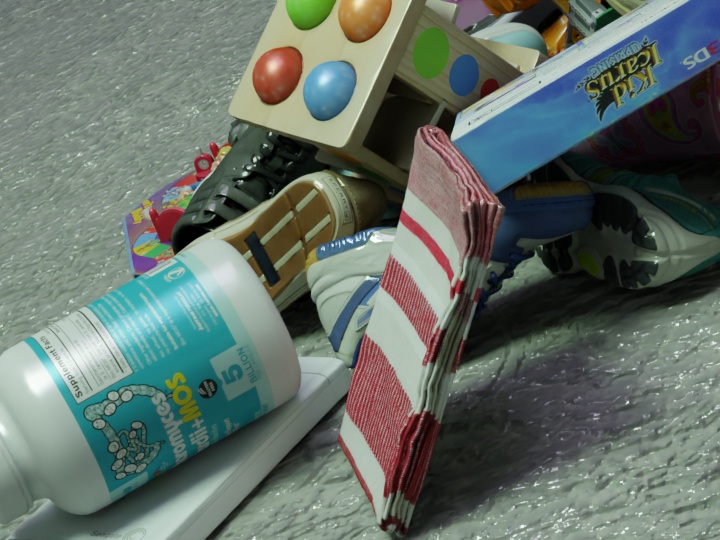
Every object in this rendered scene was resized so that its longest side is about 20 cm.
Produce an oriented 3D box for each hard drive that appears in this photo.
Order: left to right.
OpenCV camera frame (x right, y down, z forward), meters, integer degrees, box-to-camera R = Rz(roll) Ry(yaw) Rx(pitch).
[{"bbox_3d":[-0.110,0.118,1.501,0.131,0.027,0.200,-1,32,42],"label":"hard drive"}]

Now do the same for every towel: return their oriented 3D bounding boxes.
[{"bbox_3d":[0.028,0.031,1.374,0.023,0.202,0.144,11,16,-16],"label":"towel"}]

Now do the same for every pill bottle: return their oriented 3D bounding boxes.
[{"bbox_3d":[-0.143,0.072,1.456,0.199,0.111,0.111,-30,24,-13],"label":"pill bottle"}]

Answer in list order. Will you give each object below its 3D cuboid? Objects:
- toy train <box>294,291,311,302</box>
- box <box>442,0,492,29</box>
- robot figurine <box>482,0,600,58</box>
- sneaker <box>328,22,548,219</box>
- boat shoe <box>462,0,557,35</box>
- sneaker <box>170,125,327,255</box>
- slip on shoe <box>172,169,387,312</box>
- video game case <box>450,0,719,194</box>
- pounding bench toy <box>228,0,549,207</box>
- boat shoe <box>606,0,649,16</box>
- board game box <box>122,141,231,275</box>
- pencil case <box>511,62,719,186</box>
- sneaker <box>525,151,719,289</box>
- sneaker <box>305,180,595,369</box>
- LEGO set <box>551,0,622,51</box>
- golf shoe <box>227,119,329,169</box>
[{"bbox_3d":[0.000,0.000,1.640,0.199,0.034,0.046,-5,32,39],"label":"toy train"},{"bbox_3d":[0.115,-0.290,1.939,0.175,0.201,0.097,-26,23,-6],"label":"box"},{"bbox_3d":[0.183,-0.237,1.848,0.200,0.145,0.058,-46,15,-23],"label":"robot figurine"},{"bbox_3d":[0.071,-0.100,1.746,0.200,0.074,0.082,-43,29,-12],"label":"sneaker"},{"bbox_3d":[0.089,-0.156,1.855,0.200,0.070,0.066,-41,13,-30],"label":"boat shoe"},{"bbox_3d":[-0.063,-0.066,1.712,0.200,0.071,0.099,-46,15,32],"label":"sneaker"},{"bbox_3d":[-0.060,-0.010,1.635,0.060,0.076,0.200,-18,-15,-47],"label":"slip on shoe"},{"bbox_3d":[0.151,-0.119,1.478,0.199,0.046,0.181,-30,6,7],"label":"video game case"},{"bbox_3d":[0.029,-0.159,1.614,0.124,0.156,0.201,19,82,47],"label":"pounding bench toy"},{"bbox_3d":[0.182,-0.221,1.634,0.200,0.063,0.073,36,75,25],"label":"boat shoe"},{"bbox_3d":[-0.117,-0.065,1.881,0.157,0.039,0.200,-24,23,1],"label":"board game box"},{"bbox_3d":[0.171,-0.107,1.640,0.199,0.088,0.087,-5,29,37],"label":"pencil case"},{"bbox_3d":[0.164,-0.033,1.534,0.079,0.078,0.200,-10,20,-23],"label":"sneaker"},{"bbox_3d":[0.063,0.004,1.508,0.199,0.089,0.075,-20,-10,29],"label":"sneaker"},{"bbox_3d":[0.184,-0.213,1.749,0.199,0.154,0.116,-35,63,-11],"label":"LEGO set"},{"bbox_3d":[0.000,-0.114,1.858,0.199,0.078,0.095,-23,52,-25],"label":"golf shoe"}]
